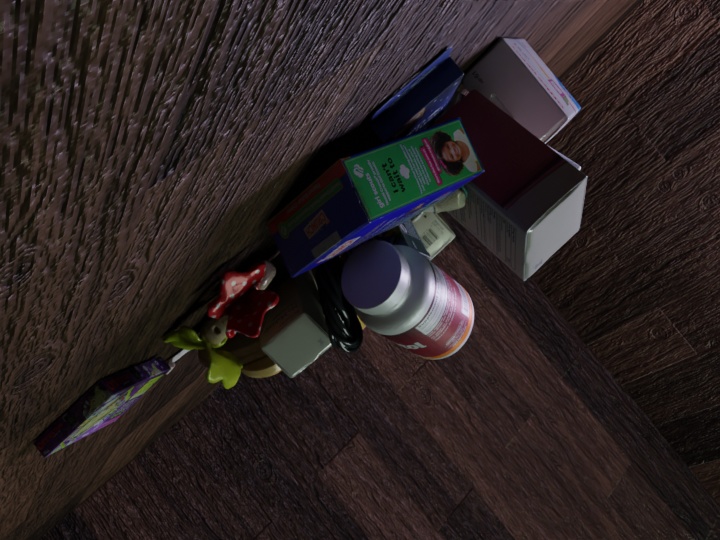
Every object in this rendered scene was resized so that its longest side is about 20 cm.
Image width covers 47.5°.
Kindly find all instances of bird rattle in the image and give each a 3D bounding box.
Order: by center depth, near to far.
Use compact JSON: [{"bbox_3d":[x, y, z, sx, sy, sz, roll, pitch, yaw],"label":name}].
[{"bbox_3d":[-0.164,0.043,1.046,0.201,0.111,0.164,-57,-177,38],"label":"bird rattle"}]

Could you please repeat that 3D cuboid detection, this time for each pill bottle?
[{"bbox_3d":[0.060,0.036,1.042,0.113,0.114,0.199,-41,145,12],"label":"pill bottle"}]

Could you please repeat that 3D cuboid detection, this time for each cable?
[{"bbox_3d":[-0.032,0.010,1.058,0.050,0.202,0.165,-10,134,-4],"label":"cable"}]

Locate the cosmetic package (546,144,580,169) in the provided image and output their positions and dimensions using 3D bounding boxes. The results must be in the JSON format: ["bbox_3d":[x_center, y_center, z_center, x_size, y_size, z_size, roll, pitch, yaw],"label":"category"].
[{"bbox_3d":[0.230,-0.160,1.371,0.167,0.198,0.165,-59,-175,14],"label":"cosmetic package"}]

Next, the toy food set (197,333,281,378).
[{"bbox_3d":[-0.159,0.095,1.271,0.197,0.049,0.199,-10,-152,31],"label":"toy food set"}]

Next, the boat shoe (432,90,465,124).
[{"bbox_3d":[0.136,-0.205,1.207,0.073,0.061,0.200,-62,179,-4],"label":"boat shoe"}]

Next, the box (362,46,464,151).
[{"bbox_3d":[0.057,-0.180,0.957,0.121,0.033,0.200,-41,177,-6],"label":"box"}]

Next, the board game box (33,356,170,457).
[{"bbox_3d":[-0.331,0.174,1.073,0.120,0.032,0.200,-46,177,6],"label":"board game box"}]

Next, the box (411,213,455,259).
[{"bbox_3d":[0.086,-0.095,1.429,0.095,0.078,0.201,-42,-154,12],"label":"box"}]

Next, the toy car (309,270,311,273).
[{"bbox_3d":[-0.012,0.027,1.414,0.174,0.196,0.153,-15,115,-65],"label":"toy car"}]

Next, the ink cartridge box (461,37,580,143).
[{"bbox_3d":[0.236,-0.253,1.180,0.084,0.145,0.200,-41,178,26],"label":"ink cartridge box"}]

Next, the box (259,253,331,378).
[{"bbox_3d":[-0.100,0.055,1.144,0.082,0.069,0.201,-39,-153,6],"label":"box"}]

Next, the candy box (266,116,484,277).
[{"bbox_3d":[0.016,-0.084,0.927,0.198,0.078,0.168,-28,179,-40],"label":"candy box"}]

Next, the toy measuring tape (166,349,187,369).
[{"bbox_3d":[-0.243,0.137,1.361,0.073,0.074,0.200,-42,178,36],"label":"toy measuring tape"}]

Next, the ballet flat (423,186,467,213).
[{"bbox_3d":[0.066,-0.105,1.072,0.062,0.068,0.199,-44,-148,-8],"label":"ballet flat"}]

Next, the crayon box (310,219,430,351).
[{"bbox_3d":[0.000,0.000,1.170,0.051,0.127,0.200,19,123,-39],"label":"crayon box"}]

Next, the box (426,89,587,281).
[{"bbox_3d":[0.179,-0.111,1.051,0.109,0.200,0.129,-39,153,-12],"label":"box"}]
